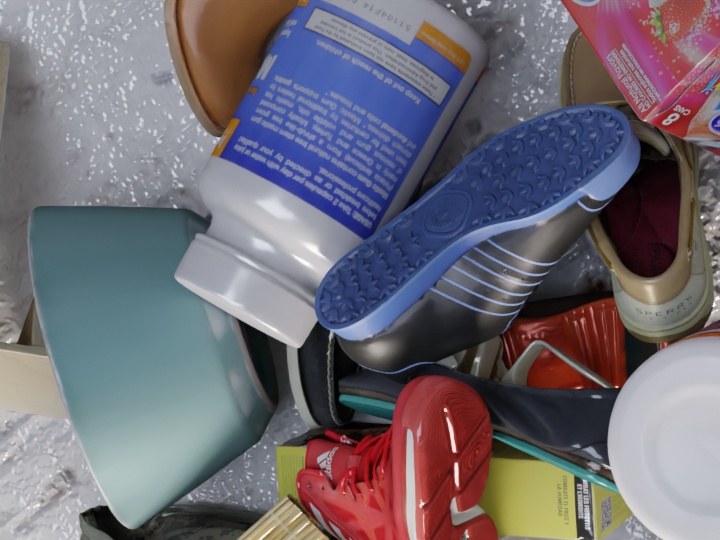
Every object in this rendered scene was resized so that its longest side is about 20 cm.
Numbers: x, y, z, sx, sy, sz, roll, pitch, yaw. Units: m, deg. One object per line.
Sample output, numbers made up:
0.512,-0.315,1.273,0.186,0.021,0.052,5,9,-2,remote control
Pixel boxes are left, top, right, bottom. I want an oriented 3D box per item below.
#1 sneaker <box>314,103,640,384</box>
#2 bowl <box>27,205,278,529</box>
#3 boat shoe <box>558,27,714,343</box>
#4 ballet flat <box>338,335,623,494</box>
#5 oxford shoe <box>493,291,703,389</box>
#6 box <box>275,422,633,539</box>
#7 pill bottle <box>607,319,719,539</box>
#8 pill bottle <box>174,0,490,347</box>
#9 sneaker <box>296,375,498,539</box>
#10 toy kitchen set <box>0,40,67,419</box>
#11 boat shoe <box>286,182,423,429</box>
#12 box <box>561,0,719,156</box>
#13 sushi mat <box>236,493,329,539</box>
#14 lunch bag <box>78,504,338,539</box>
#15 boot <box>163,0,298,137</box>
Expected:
0.073,-0.012,1.478,0.200,0.078,0.070,-32,46,14,sneaker
-0.115,0.043,1.625,0.105,0.201,0.201,-18,90,4,bowl
0.151,-0.061,1.503,0.074,0.066,0.200,-17,60,5,boat shoe
0.078,0.068,1.524,0.200,0.073,0.073,15,104,37,ballet flat
0.106,0.049,1.580,0.200,0.073,0.071,-7,98,35,oxford shoe
0.055,0.123,1.609,0.200,0.075,0.050,2,101,23,box
0.213,0.077,1.461,0.113,0.200,0.113,4,99,23,pill bottle
-0.021,-0.063,1.528,0.112,0.112,0.200,29,85,18,pill bottle
0.008,0.112,1.505,0.115,0.078,0.200,23,146,22,sneaker
-0.244,-0.015,1.734,0.163,0.181,0.200,10,144,-14,toy kitchen set
0.000,0.000,1.616,0.068,0.072,0.200,12,99,21,boat shoe
0.164,-0.164,1.463,0.095,0.100,0.200,-45,52,22,box
-0.073,0.220,1.584,0.200,0.012,0.096,-42,82,26,sushi mat
-0.091,0.233,1.668,0.200,0.118,0.164,3,103,30,lunch bag
-0.033,-0.177,1.606,0.154,0.074,0.200,1,101,20,boot
